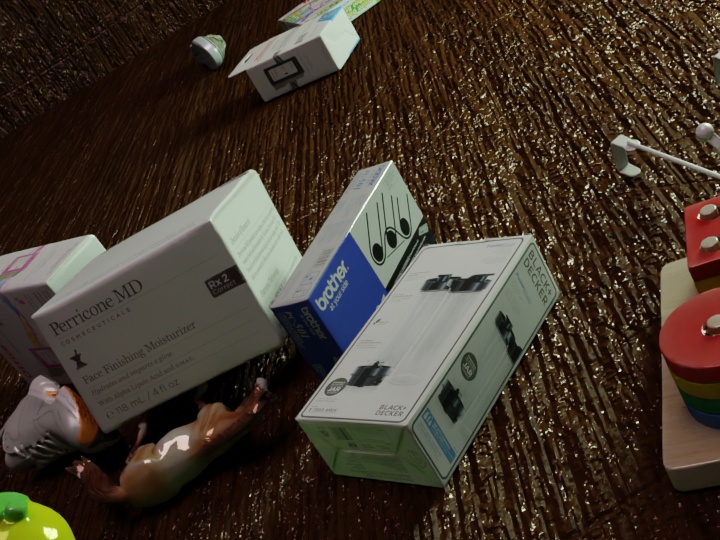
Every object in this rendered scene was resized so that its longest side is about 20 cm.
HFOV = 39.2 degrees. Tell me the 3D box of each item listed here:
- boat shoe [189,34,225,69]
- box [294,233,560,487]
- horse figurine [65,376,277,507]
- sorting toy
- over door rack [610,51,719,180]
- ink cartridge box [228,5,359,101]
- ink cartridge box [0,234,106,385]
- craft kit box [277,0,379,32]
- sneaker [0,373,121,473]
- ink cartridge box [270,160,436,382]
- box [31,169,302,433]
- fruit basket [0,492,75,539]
[{"bbox_3d":[-0.317,-0.473,2.135,0.062,0.072,0.200,-38,23,-6],"label":"boat shoe"},{"bbox_3d":[0.055,0.062,0.755,0.116,0.060,0.201,-6,37,44],"label":"box"},{"bbox_3d":[-0.156,0.148,0.862,0.199,0.050,0.133,-32,19,-2],"label":"horse figurine"},{"bbox_3d":[0.265,0.013,0.585,0.198,0.070,0.200,-19,29,27],"label":"sorting toy"},{"bbox_3d":[0.305,-0.129,0.797,0.147,0.067,0.200,-38,26,-13],"label":"over door rack"},{"bbox_3d":[-0.111,-0.353,1.683,0.198,0.068,0.117,-16,30,31],"label":"ink cartridge box"},{"bbox_3d":[-0.339,0.051,1.135,0.198,0.145,0.085,-8,36,42],"label":"ink cartridge box"},{"bbox_3d":[-0.042,-0.503,1.903,0.199,0.049,0.197,-37,28,-8],"label":"craft kit box"},{"bbox_3d":[-0.302,0.165,0.991,0.092,0.076,0.199,-51,22,-19],"label":"sneaker"},{"bbox_3d":[0.000,0.000,0.891,0.044,0.095,0.201,-13,32,35],"label":"ink cartridge box"},{"bbox_3d":[-0.170,0.023,0.966,0.197,0.132,0.200,-27,14,13],"label":"box"},{"bbox_3d":[-0.194,0.235,0.573,0.155,0.217,0.215,-36,25,-9],"label":"fruit basket"}]
